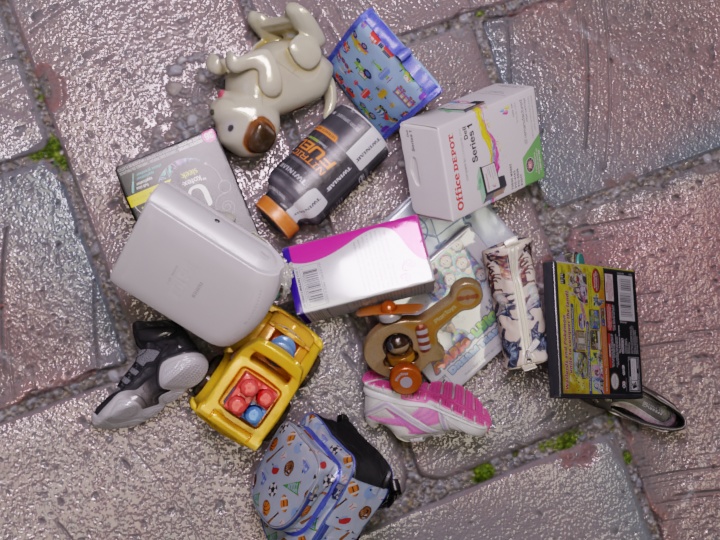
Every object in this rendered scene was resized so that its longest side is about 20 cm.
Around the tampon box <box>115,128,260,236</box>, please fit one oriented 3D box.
[{"bbox_3d":[-0.236,-0.074,1.359,0.150,0.126,0.200,-24,93,-9],"label":"tampon box"}]

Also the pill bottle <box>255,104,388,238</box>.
[{"bbox_3d":[-0.061,-0.139,1.401,0.106,0.106,0.200,45,82,-6],"label":"pill bottle"}]

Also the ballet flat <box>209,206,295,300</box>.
[{"bbox_3d":[-0.171,-0.036,1.282,0.200,0.072,0.072,39,83,-10],"label":"ballet flat"}]

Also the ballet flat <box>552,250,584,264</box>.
[{"bbox_3d":[0.330,0.072,1.486,0.072,0.072,0.201,-11,87,-10],"label":"ballet flat"}]

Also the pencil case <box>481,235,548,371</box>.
[{"bbox_3d":[0.232,0.048,1.414,0.078,0.089,0.200,-12,94,-10],"label":"pencil case"}]

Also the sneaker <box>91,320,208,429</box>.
[{"bbox_3d":[-0.310,0.142,1.370,0.200,0.075,0.114,-34,60,16],"label":"sneaker"}]

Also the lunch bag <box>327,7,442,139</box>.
[{"bbox_3d":[0.038,-0.287,1.373,0.094,0.200,0.151,-41,95,-8],"label":"lunch bag"}]

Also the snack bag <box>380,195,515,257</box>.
[{"bbox_3d":[0.138,-0.039,1.475,0.189,0.021,0.200,-44,98,-7],"label":"snack bag"}]

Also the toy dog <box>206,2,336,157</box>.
[{"bbox_3d":[-0.140,-0.254,1.379,0.200,0.139,0.194,-56,134,-20],"label":"toy dog"}]

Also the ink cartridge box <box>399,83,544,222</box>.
[{"bbox_3d":[0.166,-0.174,1.396,0.200,0.084,0.145,-27,117,-31],"label":"ink cartridge box"}]

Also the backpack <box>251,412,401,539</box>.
[{"bbox_3d":[-0.062,0.315,1.346,0.154,0.200,0.191,17,101,-28],"label":"backpack"}]

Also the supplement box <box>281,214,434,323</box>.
[{"bbox_3d":[0.000,0.000,1.385,0.200,0.103,0.101,-14,78,2],"label":"supplement box"}]

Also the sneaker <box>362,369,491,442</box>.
[{"bbox_3d":[0.094,0.213,1.425,0.200,0.081,0.088,16,114,12],"label":"sneaker"}]

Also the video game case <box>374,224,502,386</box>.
[{"bbox_3d":[0.146,0.063,1.455,0.200,0.024,0.182,-41,99,-5],"label":"video game case"}]

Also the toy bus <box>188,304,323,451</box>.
[{"bbox_3d":[-0.140,0.149,1.338,0.136,0.192,0.200,36,82,-5],"label":"toy bus"}]

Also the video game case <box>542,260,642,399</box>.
[{"bbox_3d":[0.348,0.091,1.431,0.181,0.025,0.200,6,78,-34],"label":"video game case"}]

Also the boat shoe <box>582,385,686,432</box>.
[{"bbox_3d":[0.418,0.198,1.495,0.200,0.057,0.067,24,85,-8],"label":"boat shoe"}]

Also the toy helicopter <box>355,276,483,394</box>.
[{"bbox_3d":[0.085,0.073,1.368,0.200,0.079,0.132,-39,109,14],"label":"toy helicopter"}]

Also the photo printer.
[{"bbox_3d":[-0.204,0.001,1.228,0.200,0.069,0.166,33,127,-6],"label":"photo printer"}]
